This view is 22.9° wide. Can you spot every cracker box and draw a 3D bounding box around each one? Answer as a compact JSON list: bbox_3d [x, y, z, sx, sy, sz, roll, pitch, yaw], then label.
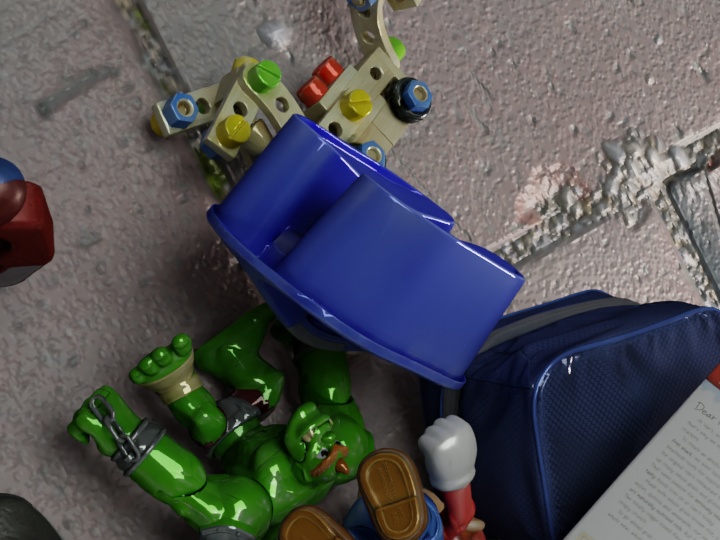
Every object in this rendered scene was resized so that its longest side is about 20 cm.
[{"bbox_3d":[0.200,0.161,1.006,0.134,0.058,0.200,40,69,17],"label":"cracker box"}]

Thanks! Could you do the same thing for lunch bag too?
[{"bbox_3d":[0.129,0.095,1.112,0.199,0.132,0.136,-14,102,-33],"label":"lunch bag"}]

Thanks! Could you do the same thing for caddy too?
[{"bbox_3d":[0.000,0.000,1.010,0.105,0.141,0.200,-53,143,7],"label":"caddy"}]

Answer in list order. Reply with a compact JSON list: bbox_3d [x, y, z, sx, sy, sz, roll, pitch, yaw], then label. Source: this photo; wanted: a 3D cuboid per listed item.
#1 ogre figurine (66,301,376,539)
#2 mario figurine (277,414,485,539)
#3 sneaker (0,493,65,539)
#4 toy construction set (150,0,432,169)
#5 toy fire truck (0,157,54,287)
[{"bbox_3d":[-0.062,0.089,1.018,0.120,0.098,0.200,55,22,7],"label":"ogre figurine"},{"bbox_3d":[0.009,0.140,1.010,0.123,0.200,0.106,-1,75,13],"label":"mario figurine"},{"bbox_3d":[-0.143,0.204,0.916,0.075,0.115,0.201,-18,86,-34],"label":"sneaker"},{"bbox_3d":[-0.025,-0.117,1.107,0.131,0.092,0.200,45,68,-13],"label":"toy construction set"},{"bbox_3d":[-0.244,-0.017,0.885,0.199,0.168,0.113,2,75,-32],"label":"toy fire truck"}]
